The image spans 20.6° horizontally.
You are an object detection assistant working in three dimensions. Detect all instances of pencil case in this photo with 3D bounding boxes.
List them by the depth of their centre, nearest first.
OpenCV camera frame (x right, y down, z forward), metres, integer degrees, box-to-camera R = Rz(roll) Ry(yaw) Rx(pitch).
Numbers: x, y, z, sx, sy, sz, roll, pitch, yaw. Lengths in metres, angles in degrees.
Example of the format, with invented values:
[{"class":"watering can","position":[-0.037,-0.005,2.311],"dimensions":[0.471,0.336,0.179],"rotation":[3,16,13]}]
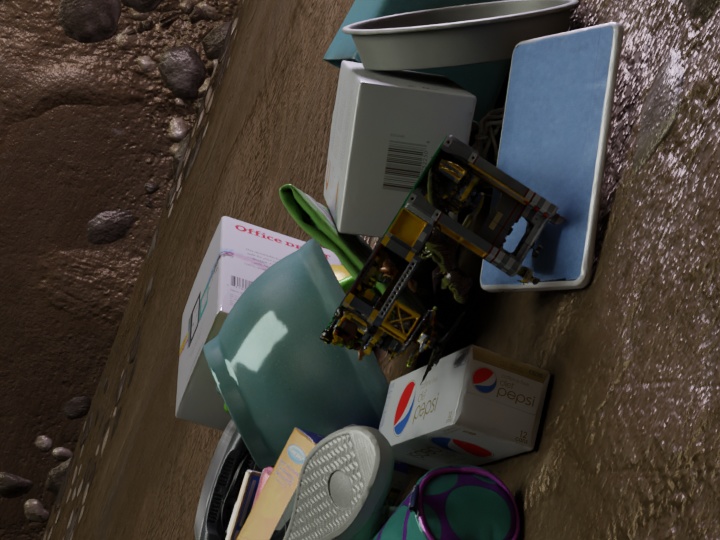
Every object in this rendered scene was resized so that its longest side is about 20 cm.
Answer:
[{"class":"pencil case","position":[0.041,0.228,1.473],"dimensions":[0.200,0.085,0.093],"rotation":[121,170,-46]}]

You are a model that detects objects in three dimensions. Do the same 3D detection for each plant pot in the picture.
[{"class":"plant pot","position":[-0.054,0.090,1.708],"dimensions":[0.201,0.134,0.200],"rotation":[64,178,5]},{"class":"plant pot","position":[0.081,-0.255,1.840],"dimensions":[0.201,0.141,0.141],"rotation":[-65,14,-1]}]

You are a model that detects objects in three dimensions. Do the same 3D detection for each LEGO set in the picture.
[{"class":"LEGO set","position":[0.069,0.000,1.482],"dimensions":[0.200,0.116,0.154],"rotation":[-57,-1,-17]}]

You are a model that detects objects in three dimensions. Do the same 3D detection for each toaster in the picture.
[{"class":"toaster","position":[-0.100,0.219,1.995],"dimensions":[0.129,0.113,0.201],"rotation":[-175,101,-79]}]

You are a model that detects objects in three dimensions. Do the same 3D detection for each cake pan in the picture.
[{"class":"cake pan","position":[0.085,-0.197,1.653],"dimensions":[0.200,0.199,0.037],"rotation":[-138,41,-75]}]

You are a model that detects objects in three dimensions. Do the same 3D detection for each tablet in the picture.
[{"class":"tablet","position":[0.144,-0.084,1.498],"dimensions":[0.130,0.014,0.201],"rotation":[-4,75,56]}]

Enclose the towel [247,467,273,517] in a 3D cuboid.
[{"class":"towel","position":[-0.037,0.259,1.722],"dimensions":[0.199,0.030,0.147],"rotation":[11,83,47]}]

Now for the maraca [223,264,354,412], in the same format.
[{"class":"maraca","position":[-0.059,0.072,1.971],"dimensions":[0.200,0.107,0.137],"rotation":[-46,-21,18]}]

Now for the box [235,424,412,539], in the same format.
[{"class":"box","position":[-0.039,0.215,1.633],"dimensions":[0.041,0.119,0.201],"rotation":[31,96,45]}]

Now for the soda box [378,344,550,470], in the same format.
[{"class":"soda box","position":[0.075,0.110,1.523],"dimensions":[0.200,0.068,0.064],"rotation":[148,139,-70]}]

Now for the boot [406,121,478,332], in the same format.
[{"class":"boot","position":[0.042,-0.038,1.842],"dimensions":[0.182,0.072,0.201],"rotation":[-9,70,60]}]

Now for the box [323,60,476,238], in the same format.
[{"class":"box","position":[0.029,-0.101,1.658],"dimensions":[0.200,0.097,0.125],"rotation":[-114,32,-78]}]

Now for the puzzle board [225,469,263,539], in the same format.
[{"class":"puzzle board","position":[-0.093,0.292,1.843],"dimensions":[0.017,0.150,0.201],"rotation":[13,84,36]}]

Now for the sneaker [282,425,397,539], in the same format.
[{"class":"sneaker","position":[0.012,0.183,1.555],"dimensions":[0.074,0.118,0.201],"rotation":[59,143,32]}]

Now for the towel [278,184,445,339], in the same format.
[{"class":"towel","position":[0.000,0.000,1.664],"dimensions":[0.031,0.149,0.200],"rotation":[-45,-15,4]}]

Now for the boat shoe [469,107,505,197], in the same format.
[{"class":"boat shoe","position":[0.120,-0.098,1.607],"dimensions":[0.199,0.068,0.074],"rotation":[-175,103,-76]}]

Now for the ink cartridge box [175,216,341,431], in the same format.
[{"class":"ink cartridge box","position":[-0.108,0.067,2.148],"dimensions":[0.200,0.146,0.147],"rotation":[-93,24,-59]}]
